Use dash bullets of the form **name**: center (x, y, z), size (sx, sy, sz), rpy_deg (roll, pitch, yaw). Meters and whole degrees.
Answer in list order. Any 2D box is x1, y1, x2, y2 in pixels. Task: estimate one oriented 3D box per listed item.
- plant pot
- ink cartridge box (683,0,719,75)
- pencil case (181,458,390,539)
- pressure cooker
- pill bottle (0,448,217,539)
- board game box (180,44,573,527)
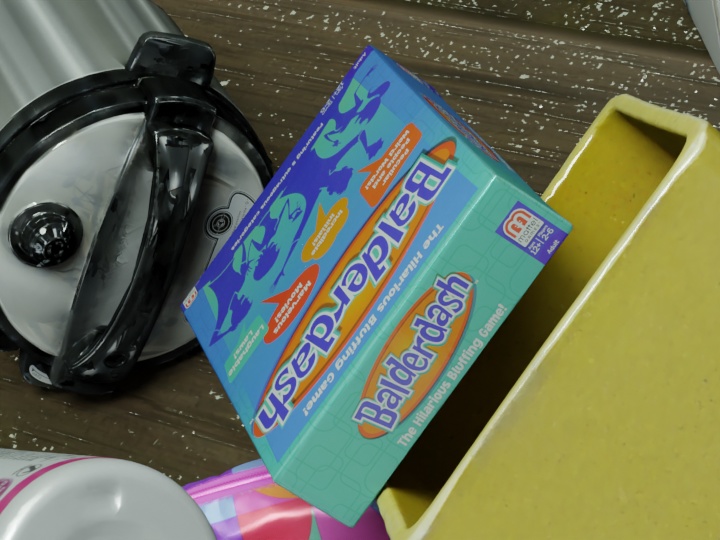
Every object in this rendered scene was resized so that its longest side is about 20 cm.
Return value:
- **plant pot**: center (0.140, 0.070, 1.053), size (0.196, 0.200, 0.194), rpy_deg (-54, 8, 3)
- **ink cartridge box**: center (0.237, -0.228, 1.465), size (0.147, 0.145, 0.200), rpy_deg (-18, 40, 0)
- **pencil case**: center (-0.022, 0.117, 1.224), size (0.200, 0.088, 0.088), rpy_deg (-19, 40, 2)
- **pressure cooker**: center (-0.140, -0.042, 1.382), size (0.179, 0.176, 0.200), rpy_deg (-29, 37, -6)
- **pill bottle**: center (-0.154, 0.135, 1.151), size (0.113, 0.113, 0.200), rpy_deg (-43, 20, -26)
- **board game box**: center (0.000, 0.000, 1.113), size (0.152, 0.045, 0.200), rpy_deg (-54, 24, 7)
